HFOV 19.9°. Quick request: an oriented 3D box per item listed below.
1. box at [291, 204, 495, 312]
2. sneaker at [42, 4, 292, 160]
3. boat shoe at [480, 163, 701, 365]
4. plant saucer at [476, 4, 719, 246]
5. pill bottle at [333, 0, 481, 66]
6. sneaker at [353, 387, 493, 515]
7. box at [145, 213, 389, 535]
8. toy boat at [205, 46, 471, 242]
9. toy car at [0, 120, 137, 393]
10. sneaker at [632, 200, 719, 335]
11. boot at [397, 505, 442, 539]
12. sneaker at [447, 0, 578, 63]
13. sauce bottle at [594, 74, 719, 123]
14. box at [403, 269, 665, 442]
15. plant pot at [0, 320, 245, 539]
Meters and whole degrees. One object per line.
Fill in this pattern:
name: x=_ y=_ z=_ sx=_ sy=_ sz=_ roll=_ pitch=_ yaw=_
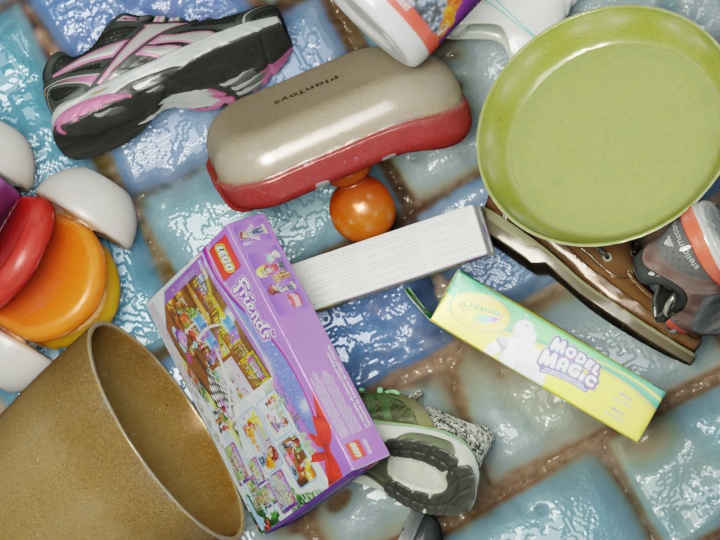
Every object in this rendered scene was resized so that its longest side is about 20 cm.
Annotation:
box: x=0.000 y=0.000 z=1.537 sx=0.200 sy=0.039 sz=0.042 roll=-19 pitch=85 yaw=13
sneaker: x=-0.153 y=-0.166 z=1.563 sx=0.200 sy=0.080 sz=0.086 roll=-22 pitch=64 yaw=-12
boat shoe: x=0.181 y=-0.007 z=1.545 sx=0.200 sy=0.072 sz=0.068 roll=35 pitch=86 yaw=4
plant saucer: x=0.184 y=-0.102 z=1.514 sx=0.200 sy=0.031 sz=0.200 roll=-10 pitch=62 yaw=19
pill bottle: x=0.068 y=-0.254 z=1.484 sx=0.111 sy=0.111 sz=0.200 roll=43 pitch=89 yaw=4
sneaker: x=0.011 y=0.117 z=1.541 sx=0.200 sy=0.089 sz=0.077 roll=23 pitch=122 yaw=19
box: x=-0.071 y=0.077 z=1.498 sx=0.039 sy=0.137 sz=0.200 roll=-19 pitch=76 yaw=-39
toy boat: x=-0.009 y=-0.081 z=1.543 sx=0.200 sy=0.131 sz=0.131 roll=-23 pitch=114 yaw=-2
toy car: x=-0.272 y=-0.017 z=1.506 sx=0.200 sy=0.150 sz=0.175 roll=29 pitch=85 yaw=3
sneaker: x=0.253 y=0.014 z=1.500 sx=0.082 sy=0.200 sz=0.077 roll=-29 pitch=53 yaw=16
boot: x=0.105 y=0.279 z=1.515 sx=0.200 sy=0.066 sz=0.165 roll=17 pitch=92 yaw=5
sneaker: x=0.065 y=-0.226 z=1.571 sx=0.200 sy=0.070 sz=0.080 roll=27 pitch=87 yaw=2
sauce bottle: x=0.275 y=-0.116 z=1.538 sx=0.200 sy=0.066 sz=0.066 roll=9 pitch=83 yaw=25
box: x=0.124 y=0.055 z=1.515 sx=0.200 sy=0.117 sz=0.048 roll=29 pitch=91 yaw=3
plant pot: x=-0.217 y=0.167 z=1.487 sx=0.200 sy=0.186 sz=0.187 roll=-33 pitch=85 yaw=10
